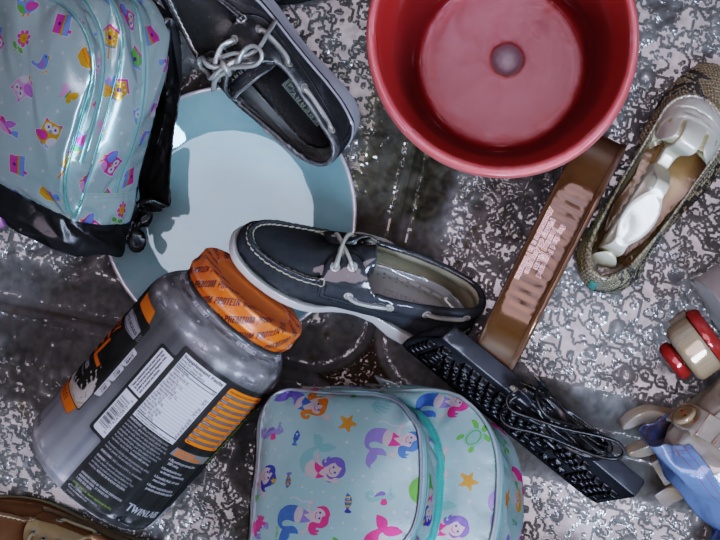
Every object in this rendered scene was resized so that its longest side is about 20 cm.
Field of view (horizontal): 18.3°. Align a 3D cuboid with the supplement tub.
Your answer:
[{"bbox_3d":[-0.143,0.086,1.677,0.123,0.123,0.200,43,102,4],"label":"supplement tub"}]

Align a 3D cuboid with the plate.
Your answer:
[{"bbox_3d":[-0.101,-0.043,1.744,0.200,0.026,0.201,0,89,4],"label":"plate"}]

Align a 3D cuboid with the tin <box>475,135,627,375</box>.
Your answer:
[{"bbox_3d":[0.141,-0.012,1.686,0.042,0.112,0.200,27,89,9],"label":"tin"}]

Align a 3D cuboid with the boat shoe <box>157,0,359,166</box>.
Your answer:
[{"bbox_3d":[-0.086,-0.156,1.679,0.074,0.068,0.199,-34,103,29],"label":"boat shoe"}]

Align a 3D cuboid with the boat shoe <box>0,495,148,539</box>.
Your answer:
[{"bbox_3d":[-0.228,0.221,1.718,0.199,0.074,0.076,12,89,3],"label":"boat shoe"}]

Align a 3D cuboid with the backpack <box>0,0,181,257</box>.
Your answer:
[{"bbox_3d":[-0.217,-0.125,1.669,0.167,0.127,0.200,26,109,21],"label":"backpack"}]

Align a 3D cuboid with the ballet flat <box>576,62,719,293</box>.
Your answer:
[{"bbox_3d":[0.230,-0.070,1.700,0.068,0.075,0.200,32,90,4],"label":"ballet flat"}]

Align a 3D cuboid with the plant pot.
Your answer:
[{"bbox_3d":[0.106,-0.163,1.659,0.200,0.177,0.201,0,88,4],"label":"plant pot"}]

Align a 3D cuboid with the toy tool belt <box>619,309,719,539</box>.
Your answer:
[{"bbox_3d":[0.256,0.140,1.666,0.123,0.125,0.200,-36,104,6],"label":"toy tool belt"}]

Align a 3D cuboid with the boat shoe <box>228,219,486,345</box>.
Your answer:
[{"bbox_3d":[0.000,0.000,1.685,0.200,0.060,0.076,18,51,-21],"label":"boat shoe"}]

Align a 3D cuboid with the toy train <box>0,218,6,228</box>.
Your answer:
[{"bbox_3d":[-0.366,-0.037,1.743,0.150,0.056,0.200,-40,87,1],"label":"toy train"}]

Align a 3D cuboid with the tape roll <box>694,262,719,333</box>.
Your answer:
[{"bbox_3d":[0.356,0.049,1.627,0.139,0.203,0.203,-35,87,2],"label":"tape roll"}]

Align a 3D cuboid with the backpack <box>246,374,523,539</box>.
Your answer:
[{"bbox_3d":[0.016,0.169,1.646,0.199,0.151,0.178,1,72,14],"label":"backpack"}]

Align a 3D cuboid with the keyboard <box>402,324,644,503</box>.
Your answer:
[{"bbox_3d":[0.118,0.115,1.665,0.200,0.104,0.040,38,64,-11],"label":"keyboard"}]

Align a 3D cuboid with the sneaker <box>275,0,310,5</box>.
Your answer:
[{"bbox_3d":[-0.110,-0.258,1.725,0.199,0.076,0.077,12,69,-6],"label":"sneaker"}]
